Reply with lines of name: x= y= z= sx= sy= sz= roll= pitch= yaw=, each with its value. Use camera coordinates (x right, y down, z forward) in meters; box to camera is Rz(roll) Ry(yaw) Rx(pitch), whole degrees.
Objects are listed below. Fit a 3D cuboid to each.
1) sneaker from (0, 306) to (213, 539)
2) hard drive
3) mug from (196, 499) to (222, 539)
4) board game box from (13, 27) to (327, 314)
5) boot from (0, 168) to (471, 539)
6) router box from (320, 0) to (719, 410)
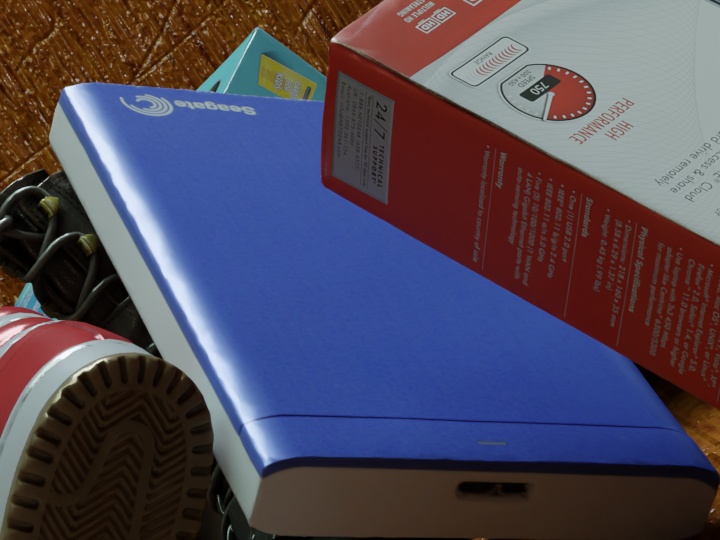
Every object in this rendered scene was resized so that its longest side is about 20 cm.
sneaker: x=-0.108 y=0.105 z=0.757 sx=0.112 sy=0.071 sz=0.201 roll=25 pitch=93 yaw=60
hard drive: x=0.001 y=0.008 z=0.802 sx=0.131 sy=0.025 sz=0.200 roll=3 pitch=29 yaw=-25
mug: x=-0.086 y=0.107 z=0.987 sx=0.200 sy=0.176 sz=0.134 roll=153 pitch=130 yaw=-80
board game box: x=-0.100 y=0.008 z=1.213 sx=0.200 sy=0.047 sz=0.151 roll=-40 pitch=20 yaw=47
boot: x=-0.049 y=0.042 z=0.845 sx=0.069 sy=0.174 sz=0.200 roll=-47 pitch=-3 yaw=22
router box: x=0.119 y=-0.048 z=0.739 sx=0.200 sy=0.179 sz=0.049 roll=-39 pitch=-33 yaw=-39
